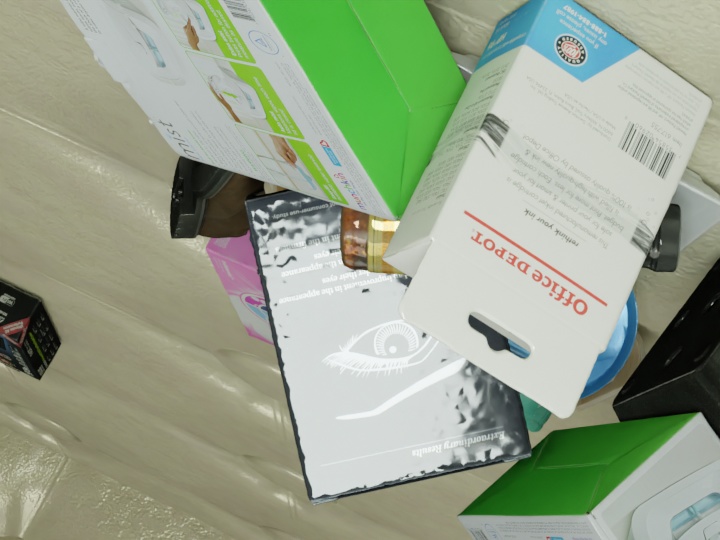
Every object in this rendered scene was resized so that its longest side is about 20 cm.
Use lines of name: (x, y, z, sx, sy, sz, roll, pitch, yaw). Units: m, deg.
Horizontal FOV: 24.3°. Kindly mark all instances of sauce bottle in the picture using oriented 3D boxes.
sauce bottle: (0.088, -0.026, 0.992, 0.199, 0.066, 0.066, 2, 158, 7)

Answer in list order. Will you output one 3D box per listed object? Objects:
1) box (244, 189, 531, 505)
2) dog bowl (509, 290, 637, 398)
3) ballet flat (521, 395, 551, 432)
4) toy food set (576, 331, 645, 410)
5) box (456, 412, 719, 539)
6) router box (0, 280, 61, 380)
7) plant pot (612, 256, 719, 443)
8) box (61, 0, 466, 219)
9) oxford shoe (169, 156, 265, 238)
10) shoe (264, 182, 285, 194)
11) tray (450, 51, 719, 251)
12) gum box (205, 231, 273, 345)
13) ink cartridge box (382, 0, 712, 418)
box: (0.017, 0.036, 1.085, 0.148, 0.201, 0.104, -11, -178, 0)
dog bowl: (0.095, 0.013, 1.165, 0.200, 0.112, 0.050, 28, 180, -3)
ballet flat: (0.084, 0.101, 1.463, 0.200, 0.071, 0.067, 12, 170, 40)
toy food set: (0.110, 0.046, 1.301, 0.200, 0.061, 0.144, 29, 161, -4)
box: (0.172, 0.187, 0.989, 0.177, 0.097, 0.200, 53, 161, -3)
router box: (-0.476, 0.061, 2.151, 0.150, 0.062, 0.200, 26, 162, 7)
plant pot: (0.271, 0.076, 0.981, 0.177, 0.200, 0.200, 41, 161, -1)
box: (-0.061, -0.136, 0.925, 0.176, 0.097, 0.200, 18, 156, 37)
oxford shoe: (-0.089, -0.077, 1.259, 0.084, 0.073, 0.200, 5, 163, -14)
shoe: (0.000, 0.000, 1.211, 0.200, 0.070, 0.053, 54, 147, -14)
tray: (0.123, -0.074, 1.017, 0.200, 0.022, 0.107, 28, 163, -2)
gum box: (-0.050, 0.016, 1.430, 0.113, 0.066, 0.200, 22, 161, 17)
ink cartridge box: (0.092, -0.031, 0.890, 0.116, 0.200, 0.068, 32, 161, -15)
